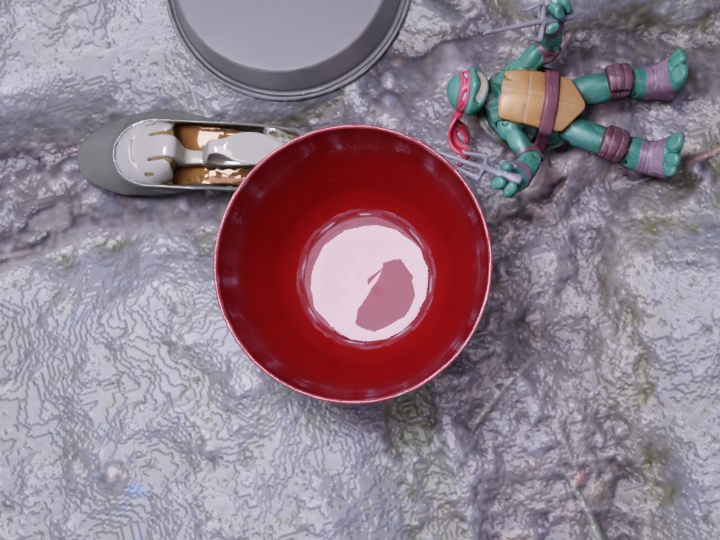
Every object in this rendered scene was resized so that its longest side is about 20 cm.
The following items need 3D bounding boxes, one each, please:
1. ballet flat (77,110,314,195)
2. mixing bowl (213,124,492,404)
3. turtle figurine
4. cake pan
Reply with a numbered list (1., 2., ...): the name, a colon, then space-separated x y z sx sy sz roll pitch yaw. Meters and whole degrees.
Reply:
1. ballet flat: -0.126 -0.092 1.297 0.199 0.064 0.068 3 83 7
2. mixing bowl: 0.000 0.000 1.248 0.199 0.108 0.201 -1 84 7
3. turtle figurine: 0.139 -0.127 1.256 0.199 0.101 0.150 7 94 -7
4. cake pan: -0.059 -0.235 1.323 0.199 0.037 0.201 -1 82 6
